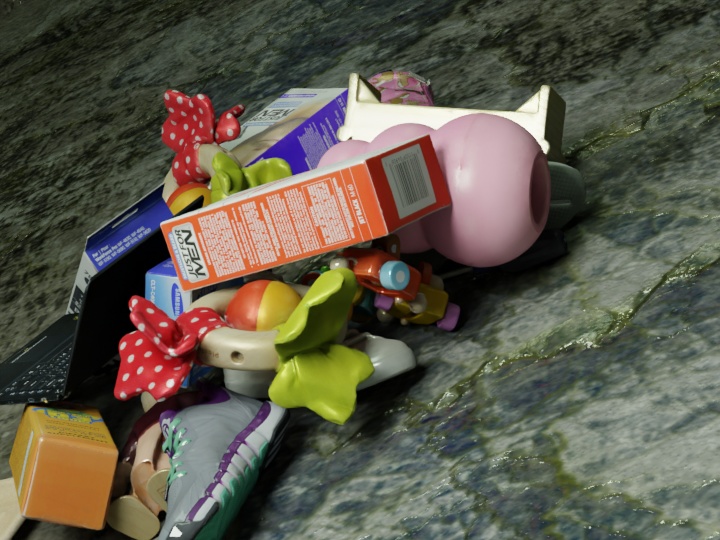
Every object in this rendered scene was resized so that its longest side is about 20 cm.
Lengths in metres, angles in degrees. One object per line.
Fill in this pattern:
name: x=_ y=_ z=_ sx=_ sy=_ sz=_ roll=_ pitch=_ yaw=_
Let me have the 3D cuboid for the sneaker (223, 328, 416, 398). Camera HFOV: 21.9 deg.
sneaker: x=-0.045 y=0.058 z=1.498 sx=0.199 sy=0.085 sz=0.073 roll=-5 pitch=11 yaw=41

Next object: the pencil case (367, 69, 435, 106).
pencil case: x=0.044 y=-0.138 z=1.853 sx=0.082 sy=0.087 sz=0.200 roll=3 pitch=22 yaw=-7

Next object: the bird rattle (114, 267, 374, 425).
bird rattle: x=-0.084 y=0.053 z=1.420 sx=0.199 sy=0.114 sz=0.163 roll=-5 pitch=16 yaw=18

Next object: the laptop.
laptop: x=-0.239 y=0.028 z=1.562 sx=0.199 sy=0.104 sz=0.177 roll=-6 pitch=21 yaw=32

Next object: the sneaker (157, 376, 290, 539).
sneaker: x=-0.126 y=0.150 z=1.377 sx=0.087 sy=0.075 sz=0.200 roll=25 pitch=29 yaw=7

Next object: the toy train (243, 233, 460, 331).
toy train: x=0.000 y=0.000 z=1.511 sx=0.199 sy=0.150 sz=0.056 roll=1 pitch=71 yaw=52

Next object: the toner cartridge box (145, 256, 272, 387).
toner cartridge box: x=-0.128 y=0.025 z=1.590 sx=0.043 sy=0.096 sz=0.200 roll=7 pitch=16 yaw=16

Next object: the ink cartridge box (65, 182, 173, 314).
ink cartridge box: x=-0.227 y=-0.002 z=1.775 sx=0.099 sy=0.039 sz=0.200 roll=-38 pitch=-11 yaw=-26

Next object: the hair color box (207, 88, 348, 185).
hair color box: x=-0.099 y=-0.122 z=1.999 sx=0.200 sy=0.065 sz=0.109 roll=-41 pitch=27 yaw=-29

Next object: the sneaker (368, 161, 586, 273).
sneaker: x=0.100 y=-0.052 z=1.616 sx=0.199 sy=0.071 sz=0.080 roll=-19 pitch=15 yaw=13

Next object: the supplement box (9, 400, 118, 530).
supplement box: x=-0.238 y=0.150 z=1.481 sx=0.066 sy=0.069 sz=0.200 roll=11 pitch=1 yaw=-15

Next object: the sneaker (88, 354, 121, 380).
sneaker: x=-0.222 y=0.062 z=1.720 sx=0.200 sy=0.080 sz=0.074 roll=-43 pitch=-9 yaw=5

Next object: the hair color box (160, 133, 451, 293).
hair color box: x=-0.043 y=-0.044 z=1.454 sx=0.199 sy=0.064 sz=0.111 roll=-14 pitch=7 yaw=33

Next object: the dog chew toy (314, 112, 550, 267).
dog chew toy: x=0.052 y=-0.067 z=1.524 sx=0.199 sy=0.125 sz=0.125 roll=2 pitch=32 yaw=21

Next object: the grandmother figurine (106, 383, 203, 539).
grandmother figurine: x=-0.158 y=0.135 z=1.504 sx=0.121 sy=0.061 sz=0.200 roll=-26 pitch=23 yaw=8

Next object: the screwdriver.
screwdriver: x=0.081 y=0.005 z=1.570 sx=0.199 sy=0.028 sz=0.029 roll=-21 pitch=51 yaw=18

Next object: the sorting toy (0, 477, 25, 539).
sorting toy: x=-0.369 y=0.258 z=1.509 sx=0.184 sy=0.037 sz=0.200 roll=-14 pitch=30 yaw=28

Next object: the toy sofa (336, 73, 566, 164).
toy sofa: x=0.084 y=-0.120 z=1.693 sx=0.198 sy=0.098 sz=0.083 roll=5 pitch=-5 yaw=17

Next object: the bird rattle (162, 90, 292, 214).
bird rattle: x=-0.159 y=-0.080 z=1.839 sx=0.200 sy=0.112 sz=0.164 roll=42 pitch=107 yaw=39
